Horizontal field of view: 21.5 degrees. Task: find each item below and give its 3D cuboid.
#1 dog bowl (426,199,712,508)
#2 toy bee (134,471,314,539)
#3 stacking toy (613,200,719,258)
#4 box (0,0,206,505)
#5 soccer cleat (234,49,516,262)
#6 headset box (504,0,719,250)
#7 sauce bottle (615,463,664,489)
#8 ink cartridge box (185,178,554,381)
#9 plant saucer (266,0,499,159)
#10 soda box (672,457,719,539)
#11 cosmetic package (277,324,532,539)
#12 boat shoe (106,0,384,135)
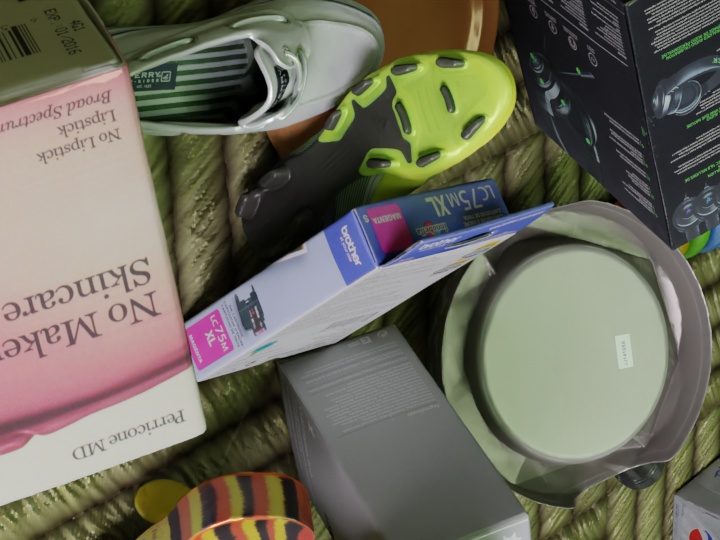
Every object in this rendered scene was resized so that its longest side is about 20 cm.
[{"bbox_3d":[0.133,0.054,1.254,0.198,0.059,0.202,-1,92,-22],"label":"dog bowl"},{"bbox_3d":[-0.117,0.184,1.044,0.108,0.131,0.201,23,100,-28],"label":"toy bee"},{"bbox_3d":[0.225,-0.039,1.373,0.199,0.085,0.086,-23,124,-37],"label":"stacking toy"},{"bbox_3d":[-0.158,-0.011,0.870,0.127,0.109,0.201,-19,124,-14],"label":"box"},{"bbox_3d":[0.014,-0.066,1.042,0.083,0.200,0.065,-14,75,-52],"label":"soccer cleat"},{"bbox_3d":[0.170,-0.136,1.167,0.092,0.174,0.201,-28,130,-11],"label":"headset box"},{"bbox_3d":[0.171,0.106,1.382,0.200,0.066,0.066,40,76,-49],"label":"sauce bottle"},{"bbox_3d":[0.000,0.000,1.044,0.119,0.199,0.042,-15,79,-46],"label":"ink cartridge box"},{"bbox_3d":[0.019,-0.140,1.110,0.199,0.037,0.202,-25,126,-41],"label":"plant saucer"},{"bbox_3d":[0.349,0.185,1.633,0.199,0.063,0.069,-31,130,-38],"label":"soda box"},{"bbox_3d":[0.027,0.134,1.104,0.089,0.200,0.108,-17,124,-11],"label":"cosmetic package"},{"bbox_3d":[-0.060,-0.097,0.981,0.199,0.067,0.074,-16,118,-32],"label":"boat shoe"}]
